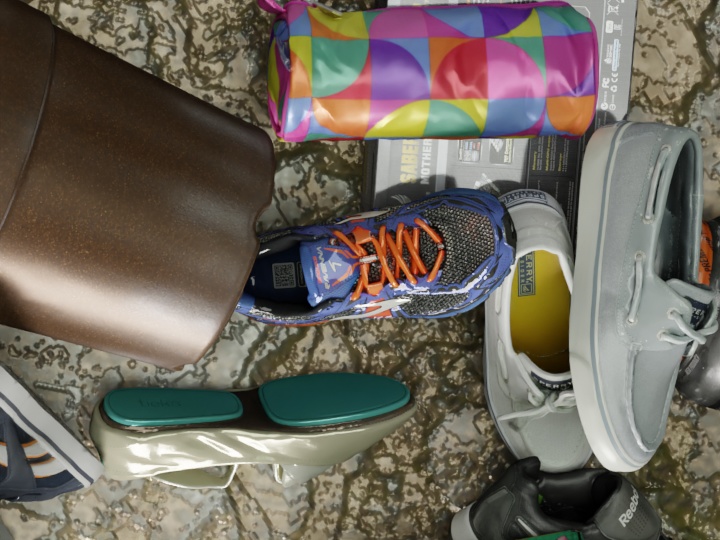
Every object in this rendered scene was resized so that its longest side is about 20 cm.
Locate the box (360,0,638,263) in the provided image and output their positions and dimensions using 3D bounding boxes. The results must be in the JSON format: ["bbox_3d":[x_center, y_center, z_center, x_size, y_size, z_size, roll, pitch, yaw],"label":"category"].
[{"bbox_3d":[0.083,-0.087,1.688,0.157,0.048,0.202,2,96,-9],"label":"box"}]

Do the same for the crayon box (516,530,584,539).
[{"bbox_3d":[0.047,0.235,1.672,0.199,0.058,0.119,-10,123,2],"label":"crayon box"}]

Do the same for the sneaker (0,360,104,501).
[{"bbox_3d":[-0.216,0.095,1.594,0.079,0.200,0.078,-46,63,-5],"label":"sneaker"}]

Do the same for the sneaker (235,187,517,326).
[{"bbox_3d":[0.000,0.000,1.620,0.199,0.078,0.076,-14,87,27],"label":"sneaker"}]

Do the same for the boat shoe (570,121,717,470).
[{"bbox_3d":[0.167,0.014,1.592,0.070,0.071,0.202,3,87,-53],"label":"boat shoe"}]

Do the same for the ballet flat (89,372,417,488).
[{"bbox_3d":[-0.065,0.101,1.681,0.198,0.069,0.070,-1,96,-8],"label":"ballet flat"}]

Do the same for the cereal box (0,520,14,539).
[{"bbox_3d":[-0.249,0.148,1.606,0.039,0.144,0.201,-30,101,8],"label":"cereal box"}]

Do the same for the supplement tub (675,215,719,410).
[{"bbox_3d":[0.271,0.037,1.695,0.199,0.123,0.123,15,93,-10],"label":"supplement tub"}]

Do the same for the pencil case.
[{"bbox_3d":[0.039,-0.118,1.613,0.198,0.088,0.089,1,96,-10],"label":"pencil case"}]

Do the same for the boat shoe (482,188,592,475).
[{"bbox_3d":[0.114,0.057,1.656,0.074,0.086,0.203,-8,123,-3],"label":"boat shoe"}]

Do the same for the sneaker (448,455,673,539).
[{"bbox_3d":[0.160,0.171,1.704,0.199,0.067,0.091,22,128,-10],"label":"sneaker"}]

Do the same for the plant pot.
[{"bbox_3d":[-0.167,-0.044,1.588,0.197,0.200,0.201,20,92,-19],"label":"plant pot"}]
